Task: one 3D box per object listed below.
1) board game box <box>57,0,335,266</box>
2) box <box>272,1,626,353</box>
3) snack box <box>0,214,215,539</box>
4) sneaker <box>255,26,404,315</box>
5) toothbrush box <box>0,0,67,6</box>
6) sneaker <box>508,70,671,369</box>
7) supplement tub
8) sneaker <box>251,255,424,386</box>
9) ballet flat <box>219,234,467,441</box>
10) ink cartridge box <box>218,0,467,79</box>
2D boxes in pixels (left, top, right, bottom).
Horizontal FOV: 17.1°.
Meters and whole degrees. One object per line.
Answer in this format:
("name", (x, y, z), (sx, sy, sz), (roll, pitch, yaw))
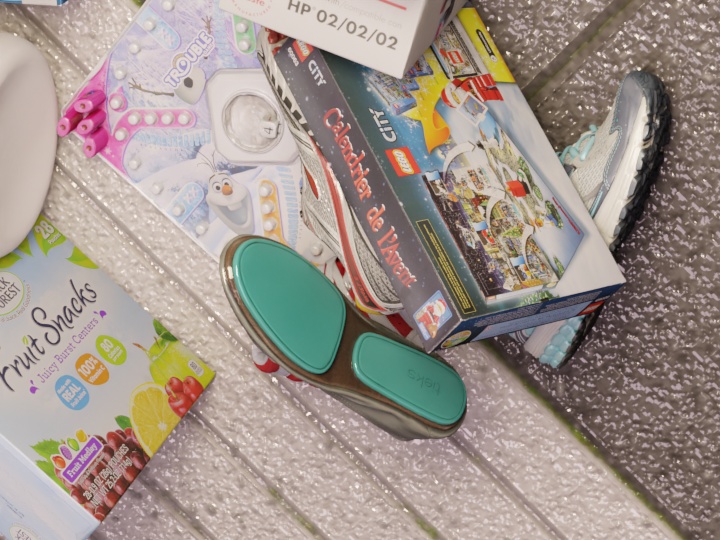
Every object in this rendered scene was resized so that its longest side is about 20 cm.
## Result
("board game box", (-0.068, -0.094, 1.505), (0.200, 0.026, 0.200), (41, 121, -3))
("box", (0.051, -0.058, 1.370), (0.038, 0.136, 0.201), (-45, 65, 44))
("snack box", (-0.204, 0.074, 1.531), (0.169, 0.200, 0.068), (43, 120, -3))
("sneaker", (-0.015, -0.063, 1.413), (0.082, 0.077, 0.201), (-45, 63, 43))
("toothbrush box", (-0.237, -0.271, 1.449), (0.145, 0.085, 0.202), (6, 114, 17))
("sneaker", (0.121, -0.036, 1.438), (0.086, 0.078, 0.201), (26, 120, 10))
("supplement tub", (-0.308, -0.091, 1.522), (0.198, 0.145, 0.146), (10, 117, 15))
("sneaker", (0.000, 0.000, 1.476), (0.112, 0.071, 0.201), (14, 126, -20))
("ballet flat", (-0.022, 0.048, 1.429), (0.199, 0.068, 0.063), (34, 150, -29))
("ink cartridge box", (-0.004, -0.174, 1.344), (0.114, 0.200, 0.068), (21, 118, 9))
